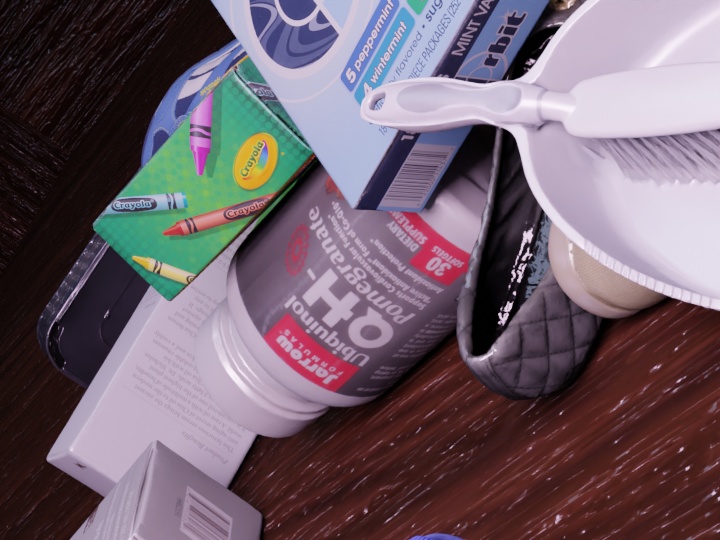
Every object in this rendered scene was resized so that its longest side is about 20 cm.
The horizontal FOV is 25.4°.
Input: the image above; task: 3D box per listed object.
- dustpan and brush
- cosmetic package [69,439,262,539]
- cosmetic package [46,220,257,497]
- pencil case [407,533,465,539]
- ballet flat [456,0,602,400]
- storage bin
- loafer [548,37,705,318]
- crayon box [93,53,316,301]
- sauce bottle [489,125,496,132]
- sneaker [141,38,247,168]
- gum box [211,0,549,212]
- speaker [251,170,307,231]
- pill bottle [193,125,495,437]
[{"bbox_3d":[0.086,-0.056,0.573,0.199,0.057,0.141,1,73,45],"label":"dustpan and brush"},{"bbox_3d":[-0.144,0.206,0.876,0.200,0.090,0.107,-47,16,16],"label":"cosmetic package"},{"bbox_3d":[-0.104,0.061,1.033,0.201,0.101,0.071,-60,15,-21],"label":"cosmetic package"},{"bbox_3d":[-0.017,0.176,0.553,0.200,0.087,0.078,-48,-6,21],"label":"pencil case"},{"bbox_3d":[0.081,-0.046,0.663,0.066,0.057,0.202,1,77,30],"label":"ballet flat"},{"bbox_3d":[-0.124,0.007,1.133,0.201,0.135,0.094,-57,15,-7],"label":"storage bin"},{"bbox_3d":[0.140,-0.074,0.632,0.068,0.075,0.201,3,72,60],"label":"loafer"},{"bbox_3d":[-0.050,-0.074,0.851,0.119,0.058,0.200,-44,4,27],"label":"crayon box"},{"bbox_3d":[0.069,-0.105,0.758,0.065,0.065,0.200,-50,54,17],"label":"sauce bottle"},{"bbox_3d":[-0.075,-0.101,1.013,0.200,0.074,0.083,-42,23,30],"label":"sneaker"},{"bbox_3d":[0.004,-0.156,0.712,0.200,0.044,0.170,55,129,35],"label":"gum box"},{"bbox_3d":[-0.013,-0.048,1.012,0.088,0.088,0.201,-35,25,51],"label":"speaker"},{"bbox_3d":[0.000,0.000,0.820,0.200,0.110,0.111,-45,18,35],"label":"pill bottle"}]
